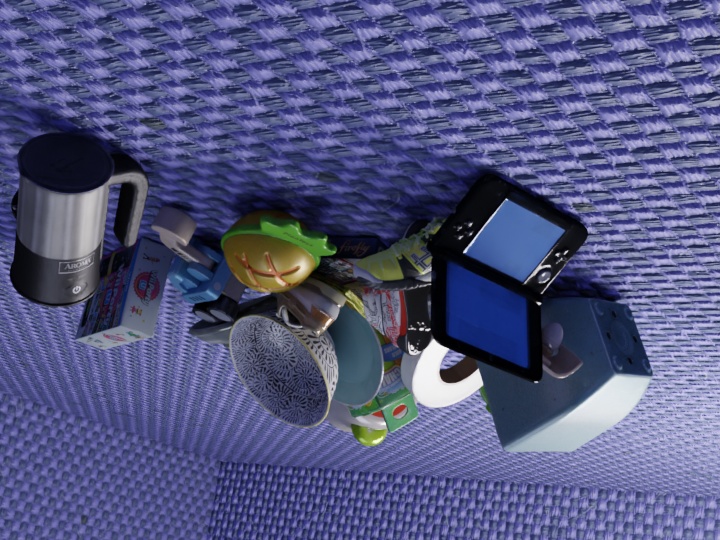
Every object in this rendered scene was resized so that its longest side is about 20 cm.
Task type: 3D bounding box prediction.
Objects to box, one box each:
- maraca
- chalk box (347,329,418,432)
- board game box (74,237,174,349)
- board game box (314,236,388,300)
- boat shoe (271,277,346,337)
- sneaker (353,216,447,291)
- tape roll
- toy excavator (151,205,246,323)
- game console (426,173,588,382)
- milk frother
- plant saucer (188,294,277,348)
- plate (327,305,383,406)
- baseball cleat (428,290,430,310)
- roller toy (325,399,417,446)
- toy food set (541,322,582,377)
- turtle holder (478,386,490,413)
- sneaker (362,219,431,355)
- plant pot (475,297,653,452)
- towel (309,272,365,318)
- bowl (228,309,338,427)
[{"bbox_3d":[-0.113,-0.031,1.491,0.135,0.109,0.199,20,159,-25],"label":"maraca"},{"bbox_3d":[0.034,0.160,1.807,0.123,0.203,0.124,-26,178,-26],"label":"chalk box"},{"bbox_3d":[-0.385,0.041,1.797,0.064,0.150,0.199,22,158,-30],"label":"board game box"},{"bbox_3d":[0.000,0.000,1.650,0.133,0.035,0.200,1,161,24],"label":"board game box"},{"bbox_3d":[-0.092,0.046,1.591,0.074,0.069,0.199,33,171,-22],"label":"boat shoe"},{"bbox_3d":[0.084,-0.027,1.392,0.196,0.078,0.076,-12,-157,-7],"label":"sneaker"},{"bbox_3d":[0.152,0.125,1.725,0.202,0.204,0.037,31,-168,-50],"label":"tape roll"},{"bbox_3d":[-0.249,-0.014,1.659,0.199,0.101,0.193,34,159,-23],"label":"toy excavator"},{"bbox_3d":[0.183,0.012,1.316,0.198,0.117,0.177,23,115,-37],"label":"game console"},{"bbox_3d":[-0.391,-0.097,1.415,0.198,0.180,0.190,33,131,17],"label":"milk frother"},{"bbox_3d":[-0.181,0.085,1.815,0.197,0.051,0.200,-19,-173,2],"label":"plant saucer"},{"bbox_3d":[-0.032,0.114,1.723,0.198,0.204,0.025,-9,-168,47],"label":"plate"},{"bbox_3d":[0.145,0.013,1.578,0.196,0.071,0.107,-1,157,-5],"label":"baseball cleat"},{"bbox_3d":[0.008,0.203,2.041,0.183,0.200,0.139,52,149,-12],"label":"roller toy"},{"bbox_3d":[0.197,0.054,1.473,0.199,0.061,0.143,38,-177,-28],"label":"toy food set"},{"bbox_3d":[0.284,0.194,1.890,0.185,0.141,0.131,44,-170,15],"label":"turtle holder"},{"bbox_3d":[0.049,0.009,1.514,0.066,0.205,0.107,-21,-143,-32],"label":"sneaker"},{"bbox_3d":[0.311,0.139,1.633,0.194,0.200,0.199,10,147,-46],"label":"plant pot"},{"bbox_3d":[-0.075,0.020,1.654,0.198,0.018,0.086,23,164,36],"label":"towel"},{"bbox_3d":[-0.099,0.131,1.701,0.198,0.094,0.204,25,134,28],"label":"bowl"}]
